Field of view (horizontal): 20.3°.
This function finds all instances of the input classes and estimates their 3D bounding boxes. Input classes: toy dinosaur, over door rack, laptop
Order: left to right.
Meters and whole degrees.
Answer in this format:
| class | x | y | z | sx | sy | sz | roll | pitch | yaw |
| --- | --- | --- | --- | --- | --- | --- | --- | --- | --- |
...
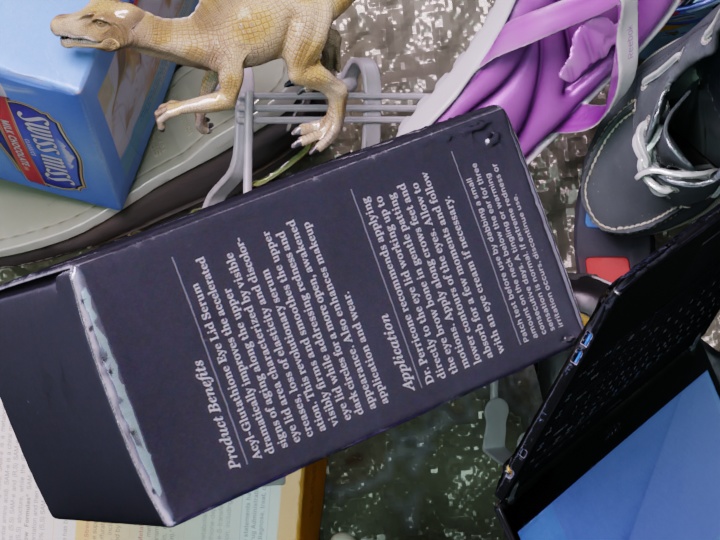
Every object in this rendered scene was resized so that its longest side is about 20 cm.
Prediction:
| class | x | y | z | sx | sy | sz | roll | pitch | yaw |
| --- | --- | --- | --- | --- | --- | --- | --- | --- | --- |
| toy dinosaur | -0.027 | -0.107 | 0.857 | 0.200 | 0.101 | 0.058 | -23 | 46 | -15 |
| over door rack | 0.000 | 0.000 | 0.956 | 0.147 | 0.067 | 0.201 | -2 | 85 | -25 |
| laptop | 0.150 | 0.071 | 0.863 | 0.103 | 0.177 | 0.200 | 39 | 132 | 17 |

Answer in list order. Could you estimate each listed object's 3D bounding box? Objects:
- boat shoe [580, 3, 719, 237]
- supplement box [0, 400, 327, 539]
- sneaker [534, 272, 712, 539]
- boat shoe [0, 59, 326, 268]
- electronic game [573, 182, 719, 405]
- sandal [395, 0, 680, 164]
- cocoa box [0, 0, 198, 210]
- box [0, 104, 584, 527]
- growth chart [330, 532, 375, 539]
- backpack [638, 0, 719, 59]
| class | x | y | z | sx | sy | sz | roll | pitch | yaw |
| --- | --- | --- | --- | --- | --- | --- | --- | --- | --- |
| boat shoe | 0.141 | -0.066 | 0.872 | 0.062 | 0.200 | 0.073 | -27 | 80 | -33 |
| supplement box | -0.118 | 0.090 | 1.012 | 0.199 | 0.074 | 0.126 | 6 | 93 | 8 |
| sneaker | 0.127 | 0.100 | 0.946 | 0.070 | 0.090 | 0.201 | -18 | 99 | 29 |
| boat shoe | -0.111 | -0.047 | 1.008 | 0.201 | 0.061 | 0.072 | -25 | 54 | 10 |
| electronic game | 0.195 | -0.009 | 0.943 | 0.199 | 0.042 | 0.201 | 8 | 109 | 24 |
| sandal | 0.089 | -0.091 | 0.880 | 0.082 | 0.050 | 0.203 | 18 | 122 | -31 |
| cocoa box | -0.147 | -0.154 | 0.945 | 0.131 | 0.133 | 0.200 | 15 | 70 | 8 |
| box | -0.037 | 0.019 | 0.819 | 0.200 | 0.148 | 0.105 | -23 | 95 | -24 |
| growth chart | 0.030 | 0.215 | 0.984 | 0.144 | 0.018 | 0.200 | 18 | 120 | 6 |
| backpack | 0.130 | -0.198 | 0.929 | 0.200 | 0.135 | 0.183 | 42 | 99 | 3 |
